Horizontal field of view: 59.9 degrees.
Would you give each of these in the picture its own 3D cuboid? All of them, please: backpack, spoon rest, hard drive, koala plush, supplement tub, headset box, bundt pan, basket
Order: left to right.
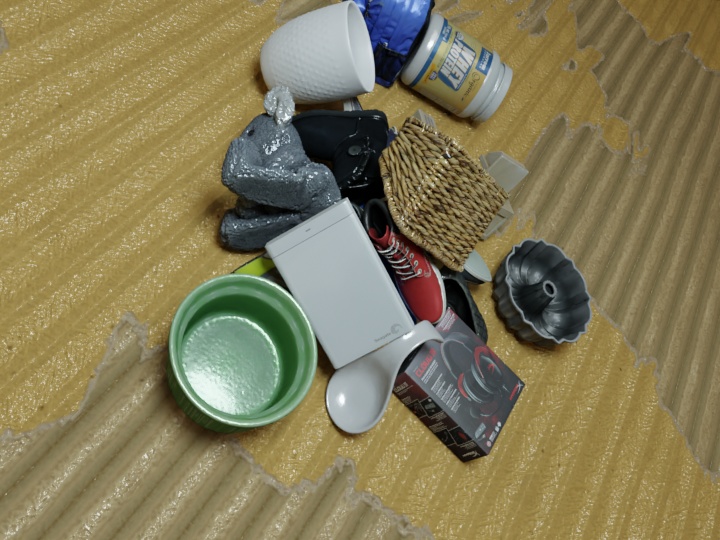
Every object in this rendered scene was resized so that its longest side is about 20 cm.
[{"bbox_3d":[-0.129,-0.159,0.953,0.179,0.179,0.204,-1,53,-17],"label":"koala plush"},{"bbox_3d":[-0.027,0.022,0.862,0.203,0.130,0.027,61,10,-14],"label":"hard drive"},{"bbox_3d":[0.031,0.146,0.898,0.199,0.061,0.100,-43,63,2],"label":"spoon rest"},{"bbox_3d":[0.046,-0.484,1.192,0.164,0.200,0.166,14,60,-21],"label":"backpack"},{"bbox_3d":[0.106,-0.117,0.955,0.198,0.151,0.142,27,10,-49],"label":"basket"},{"bbox_3d":[0.144,0.172,0.989,0.200,0.075,0.149,45,55,-1],"label":"headset box"},{"bbox_3d":[0.193,-0.403,1.265,0.196,0.145,0.147,26,56,-14],"label":"supplement tub"},{"bbox_3d":[0.325,0.049,1.150,0.197,0.076,0.207,13,59,-22],"label":"bundt pan"}]

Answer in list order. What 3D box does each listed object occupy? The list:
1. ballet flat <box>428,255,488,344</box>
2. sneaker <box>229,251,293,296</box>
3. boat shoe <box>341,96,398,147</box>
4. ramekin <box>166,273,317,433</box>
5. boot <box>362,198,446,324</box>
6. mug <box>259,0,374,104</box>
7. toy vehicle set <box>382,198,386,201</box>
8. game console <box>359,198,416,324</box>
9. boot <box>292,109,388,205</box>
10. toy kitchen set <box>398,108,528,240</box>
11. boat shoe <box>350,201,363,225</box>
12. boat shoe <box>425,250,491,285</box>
[{"bbox_3d":[0.158,0.057,1.029,0.201,0.066,0.057,53,19,-22],"label":"ballet flat"},{"bbox_3d":[-0.091,-0.006,0.908,0.082,0.197,0.074,62,19,-6],"label":"sneaker"},{"bbox_3d":[0.028,-0.240,1.117,0.090,0.075,0.205,-16,75,1],"label":"boat shoe"},{"bbox_3d":[-0.164,0.117,0.836,0.195,0.098,0.205,12,61,-22],"label":"ramekin"},{"bbox_3d":[0.062,-0.008,0.927,0.204,0.071,0.144,68,19,2],"label":"boot"},{"bbox_3d":[-0.071,-0.368,1.097,0.200,0.171,0.152,-40,120,-69],"label":"mug"},{"bbox_3d":[0.103,-0.071,1.121,0.200,0.027,0.124,47,53,0],"label":"toy vehicle set"},{"bbox_3d":[0.000,0.000,1.017,0.166,0.119,0.205,-5,69,9],"label":"game console"},{"bbox_3d":[-0.042,-0.180,1.008,0.194,0.077,0.171,-5,49,5],"label":"boot"},{"bbox_3d":[0.196,-0.200,1.147,0.197,0.163,0.184,21,41,-32],"label":"toy kitchen set"},{"bbox_3d":[-0.014,-0.007,0.922,0.072,0.066,0.205,3,71,10],"label":"boat shoe"},{"bbox_3d":[0.145,-0.022,1.063,0.198,0.060,0.077,31,33,-30],"label":"boat shoe"}]
